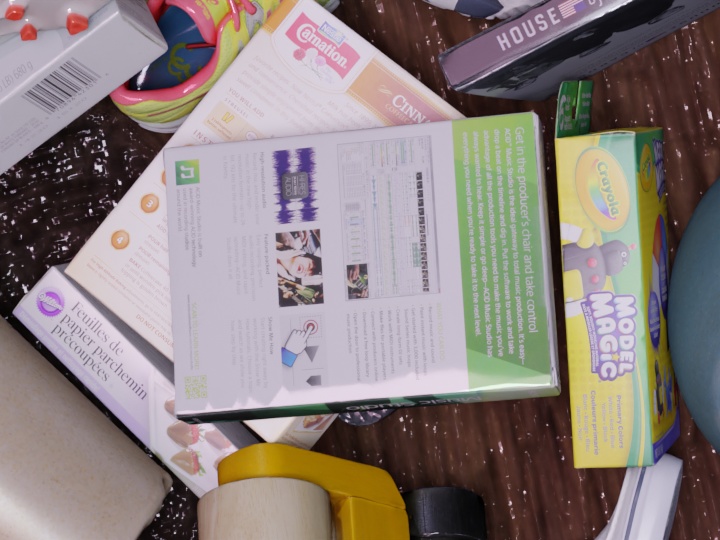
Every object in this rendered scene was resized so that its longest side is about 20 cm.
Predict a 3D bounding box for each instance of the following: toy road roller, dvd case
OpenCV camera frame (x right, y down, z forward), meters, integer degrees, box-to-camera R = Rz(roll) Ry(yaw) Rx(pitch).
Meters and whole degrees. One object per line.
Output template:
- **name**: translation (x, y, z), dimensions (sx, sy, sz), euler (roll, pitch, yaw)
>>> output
- **toy road roller**: translation (-0.026, 0.185, 1.418), dimensions (0.146, 0.200, 0.123), euler (-29, 55, 39)
- **dvd case**: translation (0.131, -0.130, 1.343), dimensions (0.150, 0.200, 0.025), euler (-27, 86, 15)

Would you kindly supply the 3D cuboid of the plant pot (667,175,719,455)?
- **plant pot**: translation (0.242, 0.042, 1.332), dimensions (0.200, 0.135, 0.200), euler (8, 116, 18)

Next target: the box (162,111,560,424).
- **box**: translation (0.000, 0.000, 1.354), dimensions (0.200, 0.036, 0.145), euler (-5, 80, 11)

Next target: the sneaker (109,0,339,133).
- **sneaker**: translation (-0.068, -0.153, 1.449), dimensions (0.078, 0.090, 0.200), euler (42, 101, 10)

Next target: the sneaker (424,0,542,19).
- **sneaker**: translation (0.053, -0.194, 1.369), dimensions (0.199, 0.130, 0.080), euler (8, 73, -6)

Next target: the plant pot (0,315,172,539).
- **plant pot**: translation (-0.214, 0.118, 1.471), dimensions (0.183, 0.200, 0.201), euler (36, 102, -3)

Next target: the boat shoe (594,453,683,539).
- **boat shoe**: translation (0.119, 0.189, 1.436), dimensions (0.067, 0.074, 0.200), euler (18, 99, 10)

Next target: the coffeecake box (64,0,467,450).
- **coffeecake box**: translation (-0.034, -0.025, 1.420), dimensions (0.153, 0.073, 0.200), euler (39, 89, 16)

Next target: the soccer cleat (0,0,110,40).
- **soccer cleat**: translation (-0.201, -0.147, 1.369), dimensions (0.200, 0.069, 0.078), euler (-26, 53, 17)

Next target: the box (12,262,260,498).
- **box**: translation (-0.112, 0.077, 1.505), dimensions (0.200, 0.041, 0.039), euler (44, 103, 7)

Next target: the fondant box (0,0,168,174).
- **fondant box**: translation (-0.211, -0.163, 1.449), dimensions (0.144, 0.058, 0.200), euler (-36, 60, 13)

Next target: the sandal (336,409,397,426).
- **sandal**: translation (0.003, -0.012, 1.472), dimensions (0.075, 0.045, 0.200), euler (-8, 78, 9)

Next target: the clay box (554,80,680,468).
- **clay box**: translation (0.137, -0.002, 1.396), dimensions (0.048, 0.115, 0.200), euler (-2, 94, 14)
